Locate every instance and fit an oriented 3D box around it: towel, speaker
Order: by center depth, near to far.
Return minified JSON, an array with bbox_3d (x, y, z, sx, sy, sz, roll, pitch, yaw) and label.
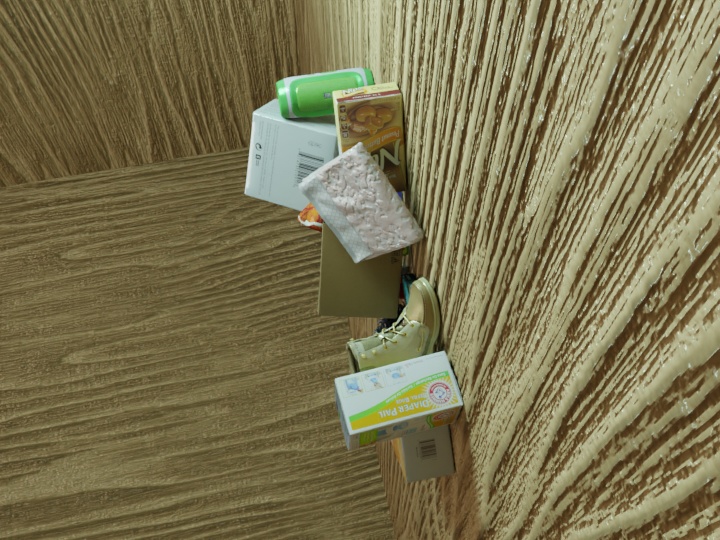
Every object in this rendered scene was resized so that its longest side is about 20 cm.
[{"bbox_3d":[-0.002,-0.114,1.397,0.191,0.032,0.200,-22,108,49],"label":"towel"},{"bbox_3d":[-0.074,-0.374,1.626,0.088,0.200,0.089,170,90,-84],"label":"speaker"}]

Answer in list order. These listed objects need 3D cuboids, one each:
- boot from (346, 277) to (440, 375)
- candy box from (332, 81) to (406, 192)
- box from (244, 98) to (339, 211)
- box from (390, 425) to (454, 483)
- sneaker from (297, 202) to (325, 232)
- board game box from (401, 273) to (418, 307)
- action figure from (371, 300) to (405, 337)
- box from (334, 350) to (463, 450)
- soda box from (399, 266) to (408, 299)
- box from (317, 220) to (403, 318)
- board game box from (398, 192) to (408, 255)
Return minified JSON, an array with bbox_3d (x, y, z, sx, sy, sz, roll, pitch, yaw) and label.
[{"bbox_3d":[0.055,0.113,1.359,0.073,0.155,0.200,-124,31,-51],"label":"boot"},{"bbox_3d":[0.019,-0.231,1.392,0.055,0.115,0.200,-106,8,-52],"label":"candy box"},{"bbox_3d":[-0.137,-0.253,1.719,0.131,0.200,0.199,-55,-20,-59],"label":"box"},{"bbox_3d":[0.112,0.316,1.545,0.200,0.097,0.125,-121,21,-76],"label":"box"},{"bbox_3d":[-0.083,-0.119,1.600,0.200,0.073,0.077,-157,87,-76],"label":"sneaker"},{"bbox_3d":[0.116,0.117,1.499,0.135,0.028,0.200,-119,20,-76],"label":"board game box"},{"bbox_3d":[0.069,0.149,1.678,0.200,0.102,0.119,-52,0,29],"label":"action figure"},{"bbox_3d":[0.063,0.225,1.327,0.113,0.200,0.101,94,161,-63],"label":"box"},{"bbox_3d":[0.057,0.027,1.682,0.200,0.063,0.070,153,123,-85],"label":"soda box"},{"bbox_3d":[0.000,0.000,1.534,0.021,0.163,0.200,-95,9,-67],"label":"box"},{"bbox_3d":[0.017,-0.116,1.522,0.029,0.134,0.200,-106,7,-68],"label":"board game box"}]
